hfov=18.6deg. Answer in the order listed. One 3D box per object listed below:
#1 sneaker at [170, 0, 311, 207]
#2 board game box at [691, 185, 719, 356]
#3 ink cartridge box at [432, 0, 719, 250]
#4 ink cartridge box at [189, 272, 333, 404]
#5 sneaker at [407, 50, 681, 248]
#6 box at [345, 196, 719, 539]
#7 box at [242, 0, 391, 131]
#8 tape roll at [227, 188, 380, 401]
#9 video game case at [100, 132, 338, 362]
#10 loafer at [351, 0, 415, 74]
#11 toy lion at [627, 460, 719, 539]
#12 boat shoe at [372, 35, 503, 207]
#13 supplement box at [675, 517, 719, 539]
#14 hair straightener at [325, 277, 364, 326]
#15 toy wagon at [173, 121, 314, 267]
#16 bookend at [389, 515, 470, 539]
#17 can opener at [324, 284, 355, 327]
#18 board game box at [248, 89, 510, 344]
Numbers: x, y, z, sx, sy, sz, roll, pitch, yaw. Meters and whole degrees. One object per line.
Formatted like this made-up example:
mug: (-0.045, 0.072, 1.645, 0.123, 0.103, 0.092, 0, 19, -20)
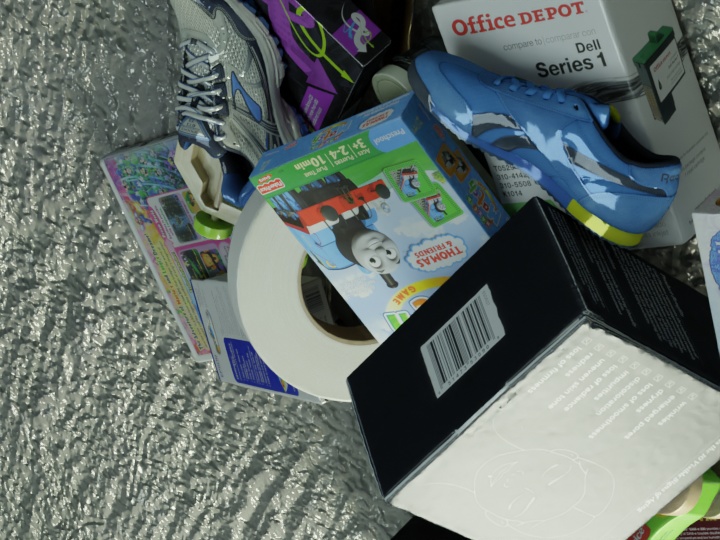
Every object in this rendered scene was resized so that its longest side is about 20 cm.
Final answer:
sneaker: (-0.099, -0.127, 1.609, 0.077, 0.085, 0.201, 23, 147, 46)
board game box: (0.289, 0.010, 1.410, 0.041, 0.200, 0.201, 3, 119, 36)
ink cartridge box: (0.153, -0.119, 1.519, 0.145, 0.084, 0.201, -7, 113, 41)
ink cartridge box: (-0.076, 0.051, 1.781, 0.200, 0.037, 0.096, 4, 112, 61)
sneaker: (0.124, -0.101, 1.454, 0.199, 0.066, 0.079, 36, 122, 13)
box: (0.133, 0.087, 1.500, 0.196, 0.124, 0.200, 28, 119, -36)
box: (-0.072, -0.197, 1.600, 0.200, 0.036, 0.143, 45, 159, 6)
tape roll: (0.000, 0.000, 1.654, 0.037, 0.201, 0.204, -134, 24, -68)
video game case: (-0.115, -0.024, 1.843, 0.181, 0.024, 0.201, -11, 110, 43)
loafer: (0.020, -0.222, 1.568, 0.072, 0.073, 0.201, 39, 146, 27)
toy lion: (0.180, 0.154, 1.630, 0.192, 0.068, 0.201, 45, 117, 43)
boat shoe: (0.089, -0.087, 1.603, 0.200, 0.066, 0.074, 50, 159, -17)
supplement box: (0.299, 0.241, 1.648, 0.108, 0.061, 0.201, -7, 112, 42)
hair straightener: (0.044, 0.058, 1.726, 0.200, 0.077, 0.041, 42, 140, 9)
toy wagon: (-0.051, -0.078, 1.726, 0.199, 0.040, 0.156, 22, 120, 13)
bookend: (0.126, 0.313, 1.813, 0.198, 0.092, 0.201, -1, 117, 39)
can opener: (0.029, 0.096, 1.775, 0.066, 0.053, 0.200, -40, 96, 2)
board game box: (0.036, -0.022, 1.568, 0.151, 0.037, 0.200, -19, 119, 40)
